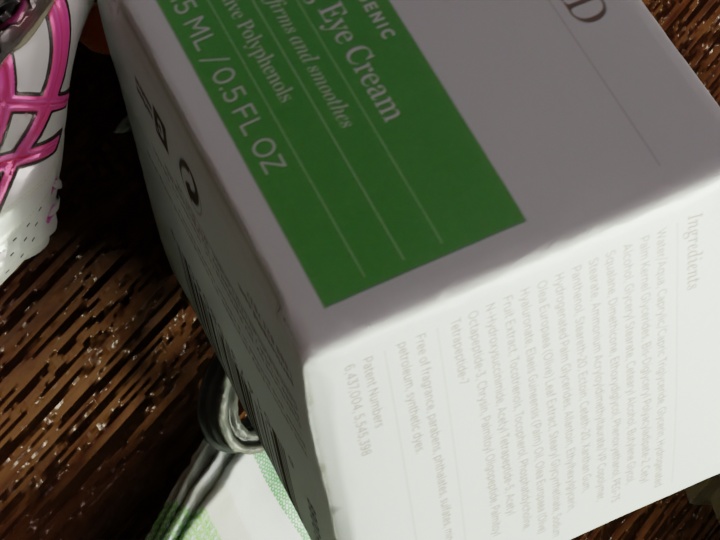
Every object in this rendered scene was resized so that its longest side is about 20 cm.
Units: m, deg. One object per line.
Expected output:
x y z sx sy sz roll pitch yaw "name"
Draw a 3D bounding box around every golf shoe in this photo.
-0.144 -0.048 0.847 0.092 0.073 0.200 35 83 -48 "golf shoe"

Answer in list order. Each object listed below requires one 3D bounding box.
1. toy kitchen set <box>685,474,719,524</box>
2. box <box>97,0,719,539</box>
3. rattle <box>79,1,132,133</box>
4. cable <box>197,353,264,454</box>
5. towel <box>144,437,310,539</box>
0.306 0.126 1.128 0.200 0.163 0.180 3 139 -26 "toy kitchen set"
0.026 -0.017 0.855 0.171 0.199 0.200 -23 145 -10 "box"
0.004 -0.102 0.936 0.200 0.143 0.130 -17 129 -48 "rattle"
0.000 0.000 0.998 0.200 0.050 0.097 -42 127 -44 "cable"
-0.049 0.175 0.946 0.149 0.031 0.200 53 39 -22 "towel"
